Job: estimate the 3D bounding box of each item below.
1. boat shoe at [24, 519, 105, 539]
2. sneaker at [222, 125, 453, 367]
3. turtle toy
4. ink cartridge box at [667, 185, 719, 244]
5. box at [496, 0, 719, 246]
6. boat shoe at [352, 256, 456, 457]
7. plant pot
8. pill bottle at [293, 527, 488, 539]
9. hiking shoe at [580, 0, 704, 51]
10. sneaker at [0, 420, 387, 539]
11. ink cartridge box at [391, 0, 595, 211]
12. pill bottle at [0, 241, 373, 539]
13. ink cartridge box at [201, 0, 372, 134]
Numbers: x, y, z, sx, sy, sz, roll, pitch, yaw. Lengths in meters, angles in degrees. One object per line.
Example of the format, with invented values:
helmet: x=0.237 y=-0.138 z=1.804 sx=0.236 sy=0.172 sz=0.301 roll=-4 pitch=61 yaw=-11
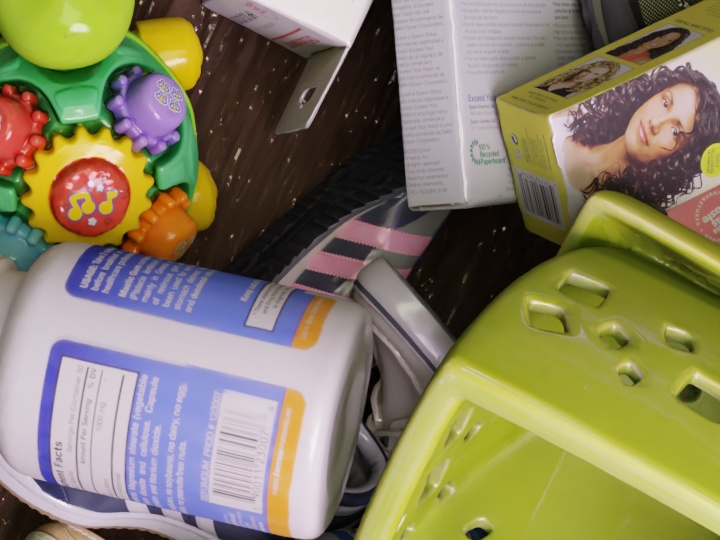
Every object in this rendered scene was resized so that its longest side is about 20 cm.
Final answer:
boat shoe: x=-0.082 y=0.180 z=1.411 sx=0.200 sy=0.072 sz=0.076 roll=43 pitch=70 yaw=-19
sneaker: x=0.000 y=0.000 z=1.424 sx=0.200 sy=0.070 sz=0.082 roll=-40 pitch=116 yaw=-5
turtle toy: x=-0.139 y=-0.072 z=1.346 sx=0.145 sy=0.101 sz=0.201 roll=-9 pitch=114 yaw=-11
ink cartridge box: x=0.194 y=0.057 z=1.457 sx=0.116 sy=0.067 sz=0.201 roll=-36 pitch=98 yaw=-10
box: x=0.164 y=-0.083 z=1.339 sx=0.199 sy=0.050 sz=0.076 roll=-27 pitch=117 yaw=-22
boat shoe: x=0.038 y=0.081 z=1.404 sx=0.070 sy=0.071 sz=0.200 roll=-35 pitch=127 yaw=-2
plant pot: x=0.126 y=0.095 z=1.252 sx=0.198 sy=0.201 sz=0.182 roll=29 pitch=45 yaw=7
pill bottle: x=0.017 y=0.179 z=1.354 sx=0.199 sy=0.112 sz=0.113 roll=-7 pitch=93 yaw=-17
hiking shoe: x=0.177 y=-0.172 z=1.394 sx=0.076 sy=0.100 sz=0.201 roll=40 pitch=56 yaw=-33
sneaker: x=-0.081 y=0.084 z=1.364 sx=0.199 sy=0.109 sz=0.070 roll=23 pitch=47 yaw=-22
ink cartridge box: x=0.078 y=-0.134 z=1.378 sx=0.043 sy=0.196 sz=0.201 roll=-4 pitch=92 yaw=32
pill bottle: x=-0.102 y=0.049 z=1.286 sx=0.199 sy=0.112 sz=0.113 roll=12 pitch=89 yaw=9
ink cartridge box: x=-0.019 y=-0.172 z=1.380 sx=0.068 sy=0.115 sz=0.201 roll=26 pitch=86 yaw=-9
